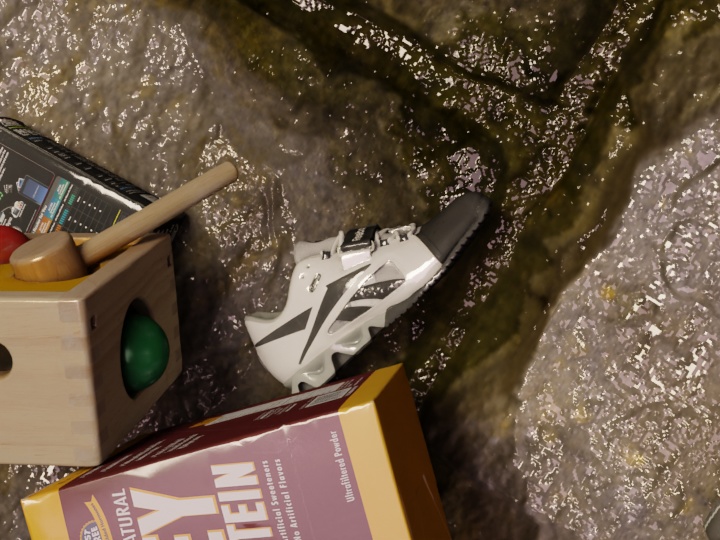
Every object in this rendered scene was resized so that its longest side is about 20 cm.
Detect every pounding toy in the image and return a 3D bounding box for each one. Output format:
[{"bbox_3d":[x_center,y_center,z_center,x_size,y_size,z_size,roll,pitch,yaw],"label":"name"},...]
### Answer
[{"bbox_3d":[-0.190,0.019,0.720,0.198,0.184,0.144,0,106,9],"label":"pounding toy"}]

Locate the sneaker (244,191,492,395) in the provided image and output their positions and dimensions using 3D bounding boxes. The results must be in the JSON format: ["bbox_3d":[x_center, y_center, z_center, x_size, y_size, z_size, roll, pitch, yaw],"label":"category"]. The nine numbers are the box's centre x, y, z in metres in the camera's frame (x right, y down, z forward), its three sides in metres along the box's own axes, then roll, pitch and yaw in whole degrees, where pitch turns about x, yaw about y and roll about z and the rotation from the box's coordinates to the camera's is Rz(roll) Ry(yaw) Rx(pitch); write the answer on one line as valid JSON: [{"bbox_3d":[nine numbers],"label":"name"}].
[{"bbox_3d":[0.000,0.000,0.788,0.200,0.074,0.089,-41,88,10],"label":"sneaker"}]

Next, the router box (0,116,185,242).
[{"bbox_3d":[-0.240,0.011,0.839,0.149,0.062,0.201,28,98,7],"label":"router box"}]

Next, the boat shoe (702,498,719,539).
[{"bbox_3d":[0.289,0.104,0.745,0.060,0.072,0.202,46,113,33],"label":"boat shoe"}]

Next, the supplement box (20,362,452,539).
[{"bbox_3d":[-0.058,0.155,0.684,0.198,0.197,0.134,-16,89,7],"label":"supplement box"}]
